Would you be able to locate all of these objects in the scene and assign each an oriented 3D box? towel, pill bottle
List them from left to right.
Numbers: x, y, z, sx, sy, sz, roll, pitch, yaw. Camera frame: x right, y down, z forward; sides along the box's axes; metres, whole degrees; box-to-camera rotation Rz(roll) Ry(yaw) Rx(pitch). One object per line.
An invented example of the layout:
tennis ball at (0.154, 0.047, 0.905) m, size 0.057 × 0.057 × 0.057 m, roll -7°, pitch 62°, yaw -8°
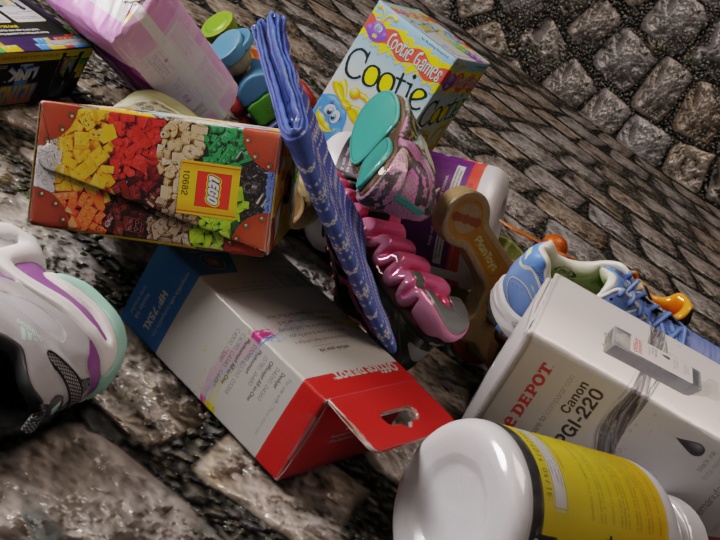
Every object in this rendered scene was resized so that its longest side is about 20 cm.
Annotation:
towel at (-0.020, -0.058, 0.758) m, size 0.145 × 0.024 × 0.200 m, roll -107°, pitch 174°, yaw -47°
pill bottle at (0.026, -0.059, 1.027) m, size 0.199 × 0.113 × 0.112 m, roll 15°, pitch 17°, yaw 10°
pill bottle at (0.126, 0.164, 0.714) m, size 0.199 × 0.112 × 0.112 m, roll 19°, pitch 24°, yaw -35°

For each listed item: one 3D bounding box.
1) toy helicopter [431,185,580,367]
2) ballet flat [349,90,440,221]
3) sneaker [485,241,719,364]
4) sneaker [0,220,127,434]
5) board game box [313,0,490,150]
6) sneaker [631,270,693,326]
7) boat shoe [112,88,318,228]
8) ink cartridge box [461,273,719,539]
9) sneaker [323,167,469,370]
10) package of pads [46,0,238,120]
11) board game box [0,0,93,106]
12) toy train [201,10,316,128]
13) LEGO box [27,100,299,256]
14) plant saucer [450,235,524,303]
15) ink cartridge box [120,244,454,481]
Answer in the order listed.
toy helicopter at (0.121, 0.001, 0.939) m, size 0.079 × 0.132 × 0.200 m, roll 41°, pitch -11°, yaw 50°
ballet flat at (0.031, -0.085, 0.920) m, size 0.071 × 0.069 × 0.200 m, roll 40°, pitch 17°, yaw -17°
sneaker at (0.197, 0.044, 0.865) m, size 0.199 × 0.077 × 0.076 m, roll 21°, pitch 43°, yaw -2°
sneaker at (-0.224, 0.008, 0.581) m, size 0.200 × 0.078 × 0.140 m, roll 35°, pitch 19°, yaw 3°
board game box at (0.025, -0.159, 1.175) m, size 0.103 × 0.200 × 0.105 m, roll 39°, pitch 21°, yaw 16°
sneaker at (0.240, 0.029, 1.120) m, size 0.199 × 0.077 × 0.078 m, roll 22°, pitch 24°, yaw -27°
boat shoe at (-0.128, -0.087, 0.976) m, size 0.199 × 0.074 × 0.063 m, roll 25°, pitch 25°, yaw 6°
ink cartridge box at (0.185, 0.116, 0.825) m, size 0.200 × 0.146 × 0.085 m, roll 30°, pitch 39°, yaw 6°
sneaker at (0.000, 0.000, 0.915) m, size 0.079 × 0.095 × 0.200 m, roll 14°, pitch 36°, yaw -49°
package of pads at (-0.196, -0.210, 1.027) m, size 0.120 × 0.076 × 0.200 m, roll 39°, pitch -5°, yaw 23°
board game box at (-0.335, -0.198, 0.916) m, size 0.165 × 0.057 × 0.200 m, roll 34°, pitch 19°, yaw 7°
toy train at (-0.127, -0.225, 1.206) m, size 0.116 × 0.084 × 0.200 m, roll 52°, pitch 6°, yaw -38°
LEGO box at (-0.121, -0.066, 0.776) m, size 0.148 × 0.078 × 0.200 m, roll 8°, pitch 7°, yaw -1°
plant saucer at (0.128, 0.021, 1.145) m, size 0.199 × 0.048 × 0.200 m, roll 16°, pitch 26°, yaw -41°
ink cartridge box at (-0.046, 0.064, 0.744) m, size 0.200 × 0.067 × 0.116 m, roll 43°, pitch 22°, yaw 23°
